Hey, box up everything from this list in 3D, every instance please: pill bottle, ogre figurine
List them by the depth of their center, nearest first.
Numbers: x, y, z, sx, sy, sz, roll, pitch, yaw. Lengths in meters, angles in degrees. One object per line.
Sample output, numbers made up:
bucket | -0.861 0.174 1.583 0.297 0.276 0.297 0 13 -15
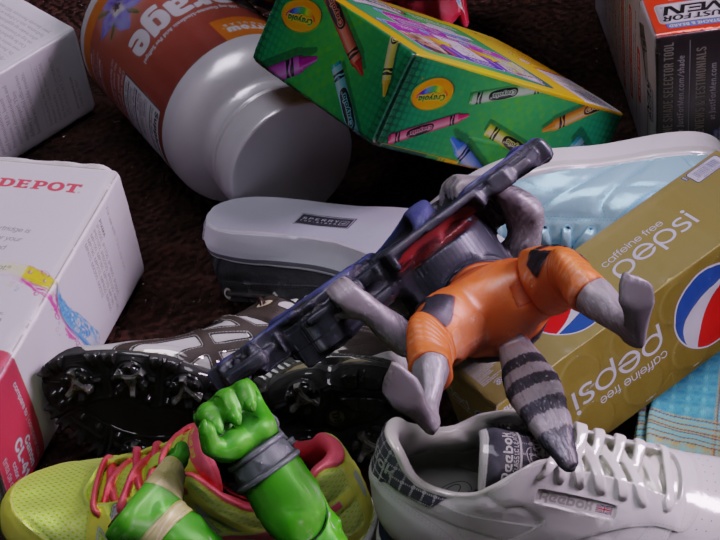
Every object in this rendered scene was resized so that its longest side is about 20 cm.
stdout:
ogre figurine | -0.074 0.163 0.741 0.120 0.098 0.200 37 64 2
pill bottle | -0.091 -0.116 1.064 0.112 0.113 0.200 -26 44 -19

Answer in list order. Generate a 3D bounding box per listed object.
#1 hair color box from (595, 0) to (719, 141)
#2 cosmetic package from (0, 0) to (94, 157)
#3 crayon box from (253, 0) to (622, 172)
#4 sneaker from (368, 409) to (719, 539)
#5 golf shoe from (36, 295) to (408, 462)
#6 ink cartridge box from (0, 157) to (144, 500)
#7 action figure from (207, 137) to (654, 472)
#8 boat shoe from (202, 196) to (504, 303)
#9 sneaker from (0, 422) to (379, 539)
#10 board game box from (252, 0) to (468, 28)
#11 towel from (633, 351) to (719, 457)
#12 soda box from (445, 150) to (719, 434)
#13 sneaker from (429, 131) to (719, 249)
hair color box | 0.197 -0.164 1.071 0.064 0.111 0.201 -7 42 2
cosmetic package | -0.290 -0.105 1.116 0.200 0.071 0.101 -36 49 -28
crayon box | 0.049 -0.109 0.993 0.199 0.058 0.119 8 23 -46
sneaker | 0.103 0.106 0.781 0.199 0.081 0.077 -1 39 2
golf shoe | -0.071 0.059 0.904 0.199 0.078 0.095 4 31 4
ink cartridge box | -0.229 0.029 0.946 0.147 0.086 0.200 7 42 17
action figure | 0.035 0.033 0.782 0.200 0.105 0.194 -34 15 1
boat shoe | 0.000 0.000 0.943 0.199 0.057 0.069 10 31 30
sneaker | -0.088 0.107 0.830 0.199 0.091 0.078 -2 42 8
board game box | 0.022 -0.169 1.108 0.157 0.039 0.200 -11 -1 13
towel | 0.210 0.100 0.840 0.146 0.022 0.200 3 43 14
soda box | 0.139 0.024 0.875 0.200 0.068 0.064 -34 39 -13
sneaker | 0.127 -0.022 0.954 0.199 0.074 0.082 -16 48 0
